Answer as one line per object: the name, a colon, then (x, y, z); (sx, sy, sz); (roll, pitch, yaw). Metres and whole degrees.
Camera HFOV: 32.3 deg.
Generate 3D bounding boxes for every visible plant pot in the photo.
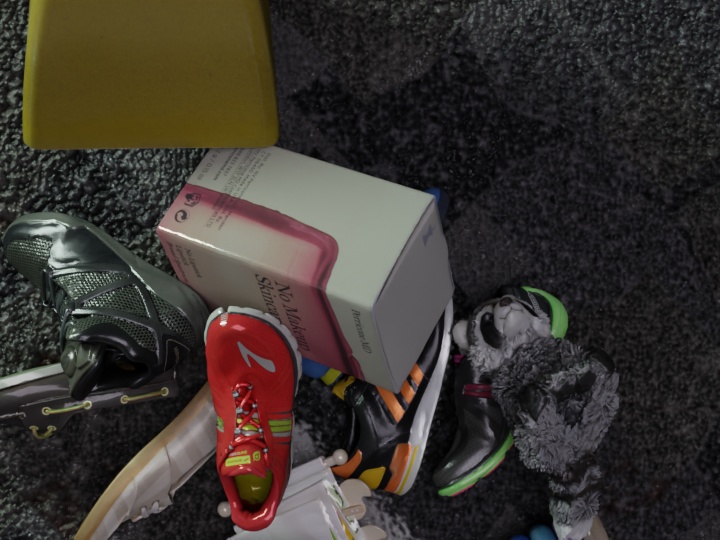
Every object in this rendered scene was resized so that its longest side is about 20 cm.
plant pot: (-0.161, -0.228, 0.943); (0.196, 0.177, 0.202); (-2, 54, -8)

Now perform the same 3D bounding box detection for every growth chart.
growth chart: (-0.039, 0.263, 1.071); (0.143, 0.018, 0.203); (-16, 98, 8)

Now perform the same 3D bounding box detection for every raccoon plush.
raccoon plush: (0.132, 0.117, 1.032); (0.096, 0.134, 0.203); (-10, 118, -31)

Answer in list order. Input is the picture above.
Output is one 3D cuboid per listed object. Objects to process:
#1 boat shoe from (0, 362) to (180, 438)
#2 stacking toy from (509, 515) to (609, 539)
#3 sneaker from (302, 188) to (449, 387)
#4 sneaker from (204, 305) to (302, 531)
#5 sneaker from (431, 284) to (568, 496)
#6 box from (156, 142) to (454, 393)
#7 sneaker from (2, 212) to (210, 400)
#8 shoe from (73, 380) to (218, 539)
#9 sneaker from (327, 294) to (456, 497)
boat shoe: (-0.249, 0.106, 1.034); (0.198, 0.072, 0.061); (-18, 90, -10)
stacking toy: (0.124, 0.277, 1.093); (0.197, 0.085, 0.087); (-18, 94, -3)
sneaker: (0.000, 0.000, 1.072); (0.078, 0.066, 0.201); (37, 86, -4)
sneaker: (-0.083, 0.121, 0.975); (0.076, 0.085, 0.203); (-2, 123, 5)
sneaker: (0.108, 0.104, 1.092); (0.083, 0.077, 0.202); (28, 77, -2)
box: (-0.040, -0.008, 0.980); (0.198, 0.129, 0.110); (19, 61, 25)
sneaker: (-0.228, 0.028, 0.993); (0.198, 0.077, 0.114); (31, 45, 15)
shoe: (-0.160, 0.165, 1.049); (0.053, 0.070, 0.200); (43, 83, 1)
sneaker: (0.023, 0.091, 1.074); (0.089, 0.070, 0.203); (12, 92, -12)
